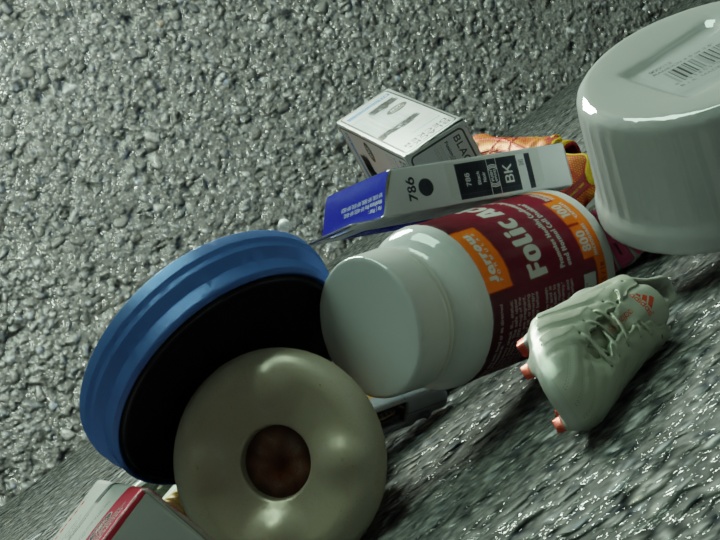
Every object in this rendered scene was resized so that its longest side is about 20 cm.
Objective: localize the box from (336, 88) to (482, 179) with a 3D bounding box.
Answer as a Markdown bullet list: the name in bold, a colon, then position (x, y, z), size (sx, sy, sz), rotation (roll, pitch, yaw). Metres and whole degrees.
- **box**: position (0.056, -0.084, 1.457), size (0.060, 0.117, 0.200), rotation (-32, 21, -8)

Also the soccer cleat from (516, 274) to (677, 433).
- **soccer cleat**: position (0.147, 0.039, 1.012), size (0.077, 0.070, 0.200), rotation (-29, 3, 20)

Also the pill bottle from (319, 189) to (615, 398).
- **pill bottle**: position (0.074, 0.016, 1.159), size (0.199, 0.115, 0.114), rotation (-17, -8, -43)

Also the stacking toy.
- **stacking toy**: position (-0.031, 0.126, 1.160), size (0.146, 0.147, 0.200), rotation (-33, -10, 12)

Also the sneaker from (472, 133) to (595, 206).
- **sneaker**: position (0.146, -0.081, 1.413), size (0.077, 0.073, 0.200), rotation (-34, 24, -7)

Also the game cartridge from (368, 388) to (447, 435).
- **game cartridge**: position (-0.050, 0.090, 1.296), size (0.199, 0.133, 0.042), rotation (-18, -43, -27)

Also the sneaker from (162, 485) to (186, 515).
- **sneaker**: position (-0.110, 0.162, 1.351), size (0.200, 0.076, 0.088), rotation (-49, 1, -11)

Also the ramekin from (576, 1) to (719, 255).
- **ramekin**: position (0.246, -0.106, 1.154), size (0.199, 0.098, 0.201), rotation (-19, 28, 10)

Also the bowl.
- **bowl**: position (-0.095, 0.064, 1.137), size (0.200, 0.039, 0.201), rotation (-30, -35, -23)

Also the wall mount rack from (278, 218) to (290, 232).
- **wall mount rack**: position (0.000, 0.000, 1.313), size (0.198, 0.075, 0.174), rotation (-5, 17, -4)

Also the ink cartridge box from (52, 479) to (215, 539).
- **ink cartridge box**: position (-0.170, 0.219, 1.088), size (0.145, 0.084, 0.200), rotation (-53, 10, -15)

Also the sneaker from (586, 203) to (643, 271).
- **sneaker**: position (0.244, -0.065, 1.314), size (0.087, 0.074, 0.200), rotation (-44, 4, -29)

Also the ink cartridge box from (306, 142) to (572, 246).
- **ink cartridge box**: position (0.050, -0.055, 1.247), size (0.199, 0.040, 0.099), rotation (-12, -4, -32)

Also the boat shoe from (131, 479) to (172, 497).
- **boat shoe**: position (-0.149, 0.199, 1.433), size (0.199, 0.071, 0.064), rotation (-32, 4, 14)

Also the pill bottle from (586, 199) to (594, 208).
- **pill bottle**: position (0.118, -0.023, 1.561), size (0.199, 0.111, 0.111), rotation (-32, 5, 34)
